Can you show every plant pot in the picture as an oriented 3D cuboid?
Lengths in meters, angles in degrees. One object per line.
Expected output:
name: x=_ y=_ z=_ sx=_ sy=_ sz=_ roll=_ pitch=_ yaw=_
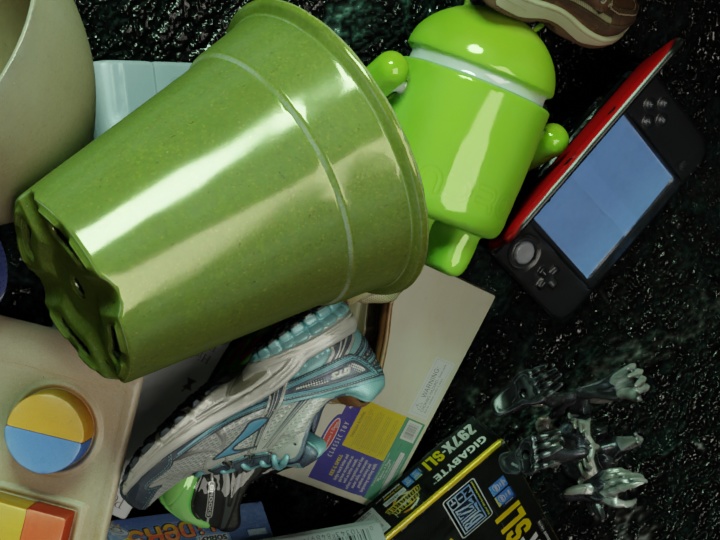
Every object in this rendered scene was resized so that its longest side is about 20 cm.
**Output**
plant pot: x=-0.095 y=-0.032 z=0.903 sx=0.190 sy=0.200 sz=0.201 roll=-30 pitch=120 yaw=-27
plant pot: x=-0.237 y=-0.103 z=0.925 sx=0.200 sy=0.200 sz=0.134 roll=-50 pitch=141 yaw=-3

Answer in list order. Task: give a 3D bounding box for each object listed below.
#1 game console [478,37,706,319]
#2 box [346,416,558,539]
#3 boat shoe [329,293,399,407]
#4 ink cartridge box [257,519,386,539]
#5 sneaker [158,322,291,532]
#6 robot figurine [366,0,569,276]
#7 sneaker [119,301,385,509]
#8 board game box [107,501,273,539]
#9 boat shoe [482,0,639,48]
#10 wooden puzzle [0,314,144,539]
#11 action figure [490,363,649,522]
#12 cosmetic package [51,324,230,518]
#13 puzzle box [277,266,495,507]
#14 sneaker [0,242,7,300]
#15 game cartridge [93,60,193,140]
game console: x=0.198 y=-0.064 z=1.193 sx=0.200 sy=0.119 sz=0.172 roll=-48 pitch=122 yaw=-4
box: x=0.081 y=0.240 z=1.269 sx=0.160 sy=0.049 sz=0.200 roll=-39 pitch=129 yaw=-12
boat shoe: x=0.000 y=0.000 z=1.048 sx=0.075 sy=0.074 sz=0.201 roll=-13 pitch=117 yaw=-46
ink cartridge box: x=-0.090 y=0.273 z=1.151 sx=0.199 sy=0.041 sz=0.200 roll=-7 pitch=140 yaw=-21
sneaker: x=-0.071 y=0.103 z=1.119 sx=0.084 sy=0.077 sz=0.200 roll=40 pitch=73 yaw=-17
robot figurine: x=0.071 y=-0.101 z=1.111 sx=0.175 sy=0.116 sz=0.201 roll=18 pitch=95 yaw=-29
sneaker: x=-0.071 y=0.105 z=1.005 sx=0.200 sy=0.078 sz=0.086 roll=-38 pitch=94 yaw=11
board game box: x=-0.176 y=0.232 z=1.121 sx=0.199 sy=0.035 sz=0.136 roll=-4 pitch=138 yaw=-26
boat shoe: x=0.159 y=-0.212 z=1.104 sx=0.075 sy=0.075 sz=0.202 roll=-40 pitch=160 yaw=30
wooden puzzle: x=-0.252 y=0.130 z=1.003 sx=0.184 sy=0.046 sz=0.201 roll=14 pitch=89 yaw=3
action figure: x=0.187 y=0.138 z=1.240 sx=0.200 sy=0.102 sz=0.119 roll=21 pitch=61 yaw=-56
cosmetic package: x=-0.166 y=0.064 z=1.078 sx=0.101 sy=0.074 sz=0.201 roll=28 pitch=92 yaw=-31
puzzle box: x=0.007 y=0.081 z=1.201 sx=0.133 sy=0.025 sz=0.201 roll=25 pitch=95 yaw=-32
sneaker: x=-0.264 y=0.023 z=0.907 sx=0.199 sy=0.115 sz=0.081 roll=-30 pitch=106 yaw=-57
game cartridge: x=-0.093 y=-0.073 z=1.038 sx=0.199 sy=0.040 sz=0.134 roll=-5 pitch=90 yaw=-41
